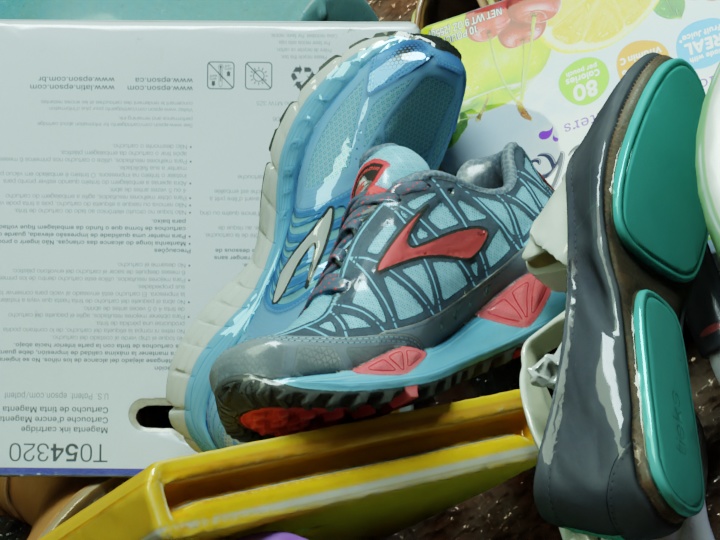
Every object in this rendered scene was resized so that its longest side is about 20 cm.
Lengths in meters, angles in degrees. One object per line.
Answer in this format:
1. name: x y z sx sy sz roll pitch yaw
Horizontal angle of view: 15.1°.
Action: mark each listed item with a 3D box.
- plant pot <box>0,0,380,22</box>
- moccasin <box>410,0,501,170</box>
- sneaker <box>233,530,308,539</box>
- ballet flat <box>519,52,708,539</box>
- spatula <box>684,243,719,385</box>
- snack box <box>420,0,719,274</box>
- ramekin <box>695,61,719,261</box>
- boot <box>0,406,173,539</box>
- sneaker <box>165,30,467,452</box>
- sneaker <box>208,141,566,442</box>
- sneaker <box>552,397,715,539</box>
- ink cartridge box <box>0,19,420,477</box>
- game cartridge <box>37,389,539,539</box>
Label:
1. plant pot: -0.089 -0.072 1.318 0.187 0.200 0.201 1 49 27
2. moccasin: 0.052 -0.065 1.255 0.073 0.078 0.202 -19 42 24
3. sneaker: -0.050 0.146 1.030 0.200 0.080 0.089 115 177 -50
4. ballet flat: 0.090 0.009 1.005 0.073 0.073 0.201 -16 53 31
5. spatula: 0.146 0.045 1.042 0.056 0.021 0.201 -28 59 17
6. snack box: 0.132 -0.061 1.134 0.199 0.053 0.143 -18 67 21
7. ramekin: 0.217 -0.033 0.980 0.199 0.098 0.201 -11 59 19
8. boot: -0.142 0.101 1.253 0.155 0.077 0.200 -3 48 44
9. sneaker: 0.000 0.000 1.117 0.090 0.078 0.201 32 101 48
10. sneaker: 0.007 0.003 1.036 0.079 0.096 0.200 -23 -2 43
11. sneaker: 0.096 0.102 1.021 0.073 0.071 0.200 -27 34 18
12. ink cartridge box: -0.072 -0.009 1.196 0.195 0.201 0.043 1 -2 0
13. game cartridge: -0.048 0.099 1.054 0.176 0.033 0.200 -9 -12 -34
